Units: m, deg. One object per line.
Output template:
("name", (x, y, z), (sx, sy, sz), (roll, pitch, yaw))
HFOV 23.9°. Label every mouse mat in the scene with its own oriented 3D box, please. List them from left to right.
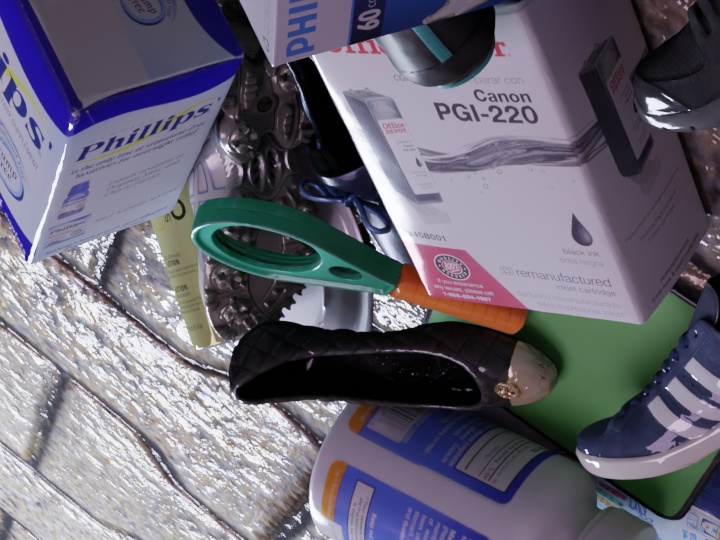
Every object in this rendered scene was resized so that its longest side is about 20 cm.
("mouse mat", (0.131, 0.047, 0.995), (0.200, 0.008, 0.161), (35, 136, 15))

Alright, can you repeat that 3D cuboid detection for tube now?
("tube", (-0.117, -0.050, 1.091), (0.058, 0.052, 0.201), (-17, 95, 12))

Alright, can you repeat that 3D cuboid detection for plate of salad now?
("plate of salad", (-0.058, -0.017, 1.118), (0.200, 0.048, 0.201), (25, 127, 37))

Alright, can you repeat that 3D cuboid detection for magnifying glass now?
("magnifying glass", (0.000, 0.000, 0.975), (0.199, 0.022, 0.080), (15, 159, -12))

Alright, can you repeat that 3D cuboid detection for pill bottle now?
("pill bottle", (0.077, 0.153, 1.053), (0.199, 0.112, 0.112), (24, 148, 27))

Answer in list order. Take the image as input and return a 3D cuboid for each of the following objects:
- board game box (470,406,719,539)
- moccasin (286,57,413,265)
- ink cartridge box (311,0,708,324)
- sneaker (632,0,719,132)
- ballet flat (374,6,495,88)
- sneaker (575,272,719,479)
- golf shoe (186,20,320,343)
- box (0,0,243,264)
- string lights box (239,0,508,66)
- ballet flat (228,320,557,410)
("board game box", (0.160, 0.161, 1.124), (0.198, 0.043, 0.200), (26, 148, 21))
("moccasin", (-0.006, -0.072, 0.960), (0.080, 0.068, 0.200), (8, 135, 41))
("ink cartridge box", (0.073, -0.077, 0.853), (0.145, 0.085, 0.200), (7, 135, 40))
("sneaker", (0.175, -0.126, 0.695), (0.082, 0.073, 0.200), (47, 140, -7))
("ballet flat", (0.001, -0.163, 0.763), (0.068, 0.068, 0.200), (34, -161, -47))
("sneaker", (0.186, 0.048, 0.901), (0.200, 0.075, 0.085), (-26, 95, 40))
("golf shoe", (-0.074, -0.058, 1.037), (0.097, 0.078, 0.201), (41, 133, 49))
("box", (-0.170, -0.134, 0.967), (0.184, 0.105, 0.200), (62, 153, 13))
("string lights box", (0.049, -0.157, 0.658), (0.103, 0.199, 0.059), (96, 152, -57))
("ballet flat", (0.019, 0.066, 1.022), (0.199, 0.057, 0.067), (1, 132, 12))
